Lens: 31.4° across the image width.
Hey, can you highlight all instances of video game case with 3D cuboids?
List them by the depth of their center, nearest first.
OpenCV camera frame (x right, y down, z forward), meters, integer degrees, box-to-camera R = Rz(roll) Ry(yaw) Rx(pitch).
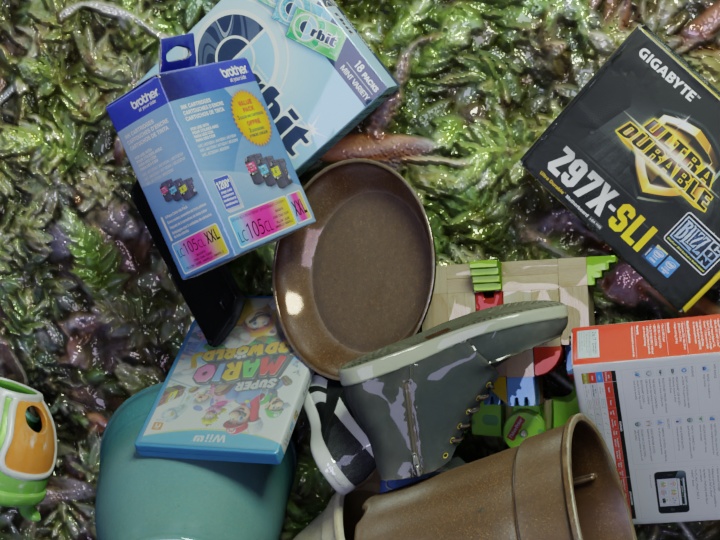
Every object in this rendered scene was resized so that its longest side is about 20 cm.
[{"bbox_3d":[-0.114,0.097,1.209,0.142,0.201,0.018,1,132,18],"label":"video game case"}]

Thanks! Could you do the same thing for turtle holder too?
[{"bbox_3d":[-0.401,0.179,1.361,0.185,0.140,0.133,18,92,55],"label":"turtle holder"}]

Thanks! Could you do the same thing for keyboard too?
[{"bbox_3d":[-0.156,-0.033,1.248,0.201,0.039,0.104,59,135,22],"label":"keyboard"}]

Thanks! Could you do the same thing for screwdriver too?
[{"bbox_3d":[0.022,-0.001,1.227,0.200,0.028,0.029,48,141,4],"label":"screwdriver"}]

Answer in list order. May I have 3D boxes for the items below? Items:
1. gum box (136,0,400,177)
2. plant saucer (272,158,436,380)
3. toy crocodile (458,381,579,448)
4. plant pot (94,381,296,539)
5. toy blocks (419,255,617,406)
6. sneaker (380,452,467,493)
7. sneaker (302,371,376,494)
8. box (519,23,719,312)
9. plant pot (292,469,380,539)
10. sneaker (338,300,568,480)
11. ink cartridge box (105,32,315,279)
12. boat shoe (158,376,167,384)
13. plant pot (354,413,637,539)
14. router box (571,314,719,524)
[{"bbox_3d":[-0.090,-0.177,1.220,0.200,0.045,0.170,-39,87,21],"label":"gum box"},{"bbox_3d":[0.000,0.000,1.169,0.199,0.037,0.202,-4,84,42],"label":"plant saucer"},{"bbox_3d":[0.117,0.132,1.200,0.198,0.067,0.062,-1,97,17],"label":"toy crocodile"},{"bbox_3d":[-0.163,0.238,1.212,0.198,0.188,0.201,0,121,0],"label":"plant pot"},{"bbox_3d":[0.133,0.062,1.144,0.198,0.100,0.138,-4,85,16],"label":"toy blocks"},{"bbox_3d":[0.107,0.224,1.189,0.198,0.078,0.076,17,148,-6],"label":"sneaker"},{"bbox_3d":[0.006,0.119,1.187,0.111,0.200,0.073,-34,117,7],"label":"sneaker"},{"bbox_3d":[0.264,-0.089,1.118,0.200,0.049,0.160,44,112,6],"label":"box"},{"bbox_3d":[-0.006,0.309,1.223,0.183,0.200,0.201,-38,87,32],"label":"plant pot"},{"bbox_3d":[0.090,0.098,1.074,0.199,0.075,0.107,-19,95,0],"label":"sneaker"},{"bbox_3d":[-0.138,-0.109,1.147,0.076,0.136,0.201,-24,92,34],"label":"ink cartridge box"},{"bbox_3d":[-0.172,0.134,1.296,0.200,0.068,0.072,-43,85,20],"label":"boat shoe"},{"bbox_3d":[0.112,0.238,1.046,0.197,0.200,0.202,-17,95,19],"label":"plant pot"},{"bbox_3d":[0.281,0.132,1.100,0.178,0.049,0.201,-6,126,13],"label":"router box"}]
